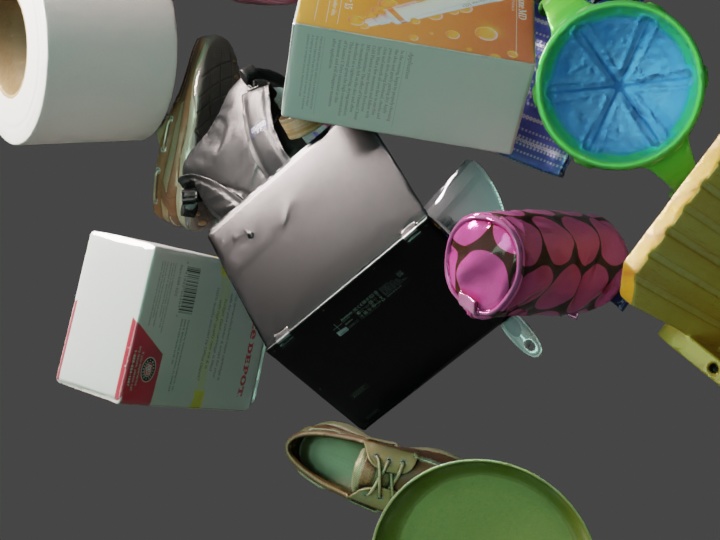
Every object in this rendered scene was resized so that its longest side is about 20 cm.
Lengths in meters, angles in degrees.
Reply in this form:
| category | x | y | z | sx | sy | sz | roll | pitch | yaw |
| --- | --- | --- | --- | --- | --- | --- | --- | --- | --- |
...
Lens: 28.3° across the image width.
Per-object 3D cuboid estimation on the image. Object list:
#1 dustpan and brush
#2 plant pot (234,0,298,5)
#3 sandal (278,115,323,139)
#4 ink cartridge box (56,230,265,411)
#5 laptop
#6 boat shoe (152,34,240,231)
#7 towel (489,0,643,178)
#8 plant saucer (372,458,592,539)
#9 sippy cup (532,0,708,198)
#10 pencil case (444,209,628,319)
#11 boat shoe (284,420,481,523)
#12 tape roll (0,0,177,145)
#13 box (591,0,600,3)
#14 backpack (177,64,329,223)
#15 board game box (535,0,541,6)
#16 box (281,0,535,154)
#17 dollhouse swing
| category | x | y | z | sx | sy | sz | roll | pitch | yaw |
| --- | --- | --- | --- | --- | --- | --- | --- | --- | --- |
| dustpan and brush | 0.105 | 0.006 | 1.283 | 0.140 | 0.057 | 0.200 | -48 | 64 | 15 |
| plant pot | -0.130 | -0.365 | 1.401 | 0.179 | 0.200 | 0.201 | 15 | 90 | 44 |
| sandal | 0.009 | -0.157 | 1.319 | 0.077 | 0.212 | 0.070 | -12 | 113 | 46 |
| ink cartridge box | -0.177 | 0.052 | 1.352 | 0.083 | 0.200 | 0.146 | 12 | 89 | 32 |
| laptop | 0.000 | 0.000 | 1.256 | 0.187 | 0.200 | 0.116 | -39 | 28 | 18 |
| boat shoe | -0.174 | -0.142 | 1.450 | 0.072 | 0.076 | 0.201 | 7 | 85 | 31 |
| towel | 0.163 | -0.199 | 1.302 | 0.144 | 0.024 | 0.201 | 26 | 96 | 30 |
| plant saucer | 0.108 | 0.257 | 1.235 | 0.199 | 0.031 | 0.201 | 2 | 98 | 14 |
| sippy cup | 0.218 | -0.149 | 1.194 | 0.139 | 0.130 | 0.179 | 0 | 92 | 11 |
| pencil case | 0.147 | -0.001 | 1.182 | 0.091 | 0.200 | 0.094 | 41 | 113 | 31 |
| boat shoe | 0.017 | 0.189 | 1.297 | 0.199 | 0.074 | 0.076 | 12 | 89 | 29 |
| tape roll | -0.289 | -0.228 | 1.440 | 0.202 | 0.139 | 0.204 | 15 | 109 | 55 |
| box | 0.223 | -0.345 | 1.234 | 0.136 | 0.040 | 0.201 | -22 | 77 | -9 |
| backpack | -0.061 | -0.075 | 1.347 | 0.200 | 0.126 | 0.167 | 48 | 122 | 27 |
| board game box | 0.088 | -0.347 | 1.278 | 0.199 | 0.056 | 0.197 | 7 | 76 | 0 |
| box | 0.042 | -0.187 | 1.215 | 0.199 | 0.098 | 0.125 | 9 | 43 | -3 |
| dollhouse swing | 0.332 | 0.009 | 1.095 | 0.182 | 0.176 | 0.200 | 42 | 102 | 27 |
